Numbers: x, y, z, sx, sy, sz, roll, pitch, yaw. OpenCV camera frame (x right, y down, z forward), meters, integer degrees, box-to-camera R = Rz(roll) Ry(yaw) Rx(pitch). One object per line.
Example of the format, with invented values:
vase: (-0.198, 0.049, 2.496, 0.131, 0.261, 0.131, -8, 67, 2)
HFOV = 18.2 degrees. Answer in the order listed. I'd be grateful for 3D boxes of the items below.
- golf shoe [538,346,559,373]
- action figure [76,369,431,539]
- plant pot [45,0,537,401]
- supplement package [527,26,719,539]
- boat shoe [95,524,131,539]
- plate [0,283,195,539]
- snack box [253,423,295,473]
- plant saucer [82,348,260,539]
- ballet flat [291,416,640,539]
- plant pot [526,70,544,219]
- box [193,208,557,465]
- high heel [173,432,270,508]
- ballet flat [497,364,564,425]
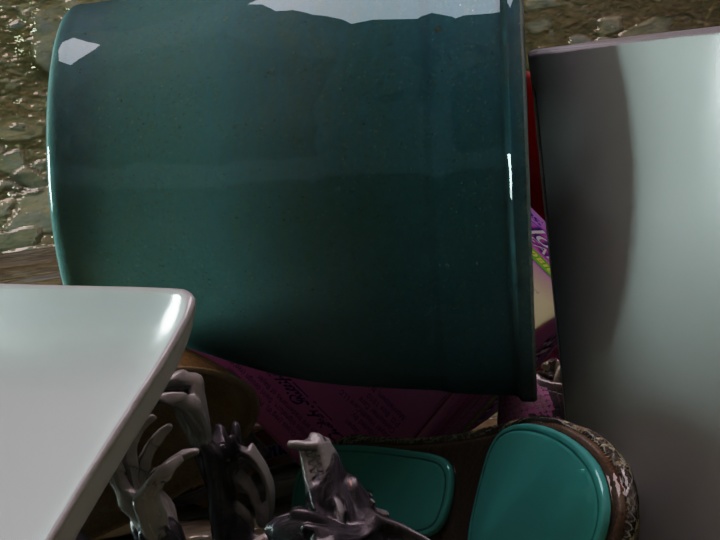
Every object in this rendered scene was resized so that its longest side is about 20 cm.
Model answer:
golf shoe: (0.189, 0.031, 1.278, 0.199, 0.076, 0.091, 0, 5, 41)
action figure: (-0.067, 0.090, 0.780, 0.199, 0.103, 0.119, -9, 2, -3)
plant pot: (-0.025, -0.046, 0.910, 0.187, 0.201, 0.200, -2, 6, 4)
supplement package: (0.152, 0.009, 0.828, 0.110, 0.201, 0.156, -9, 6, -23)
boat shoe: (-0.179, 0.090, 1.069, 0.199, 0.069, 0.075, -6, 6, 28)
plate: (-0.162, 0.088, 0.729, 0.199, 0.032, 0.201, 2, 51, 38)
snack box: (-0.112, 0.092, 1.212, 0.199, 0.024, 0.072, -2, 5, 40)
plant saucer: (-0.139, 0.072, 0.891, 0.199, 0.036, 0.200, -20, -21, -8)
ballet flat: (0.055, 0.092, 0.841, 0.075, 0.068, 0.200, 21, -15, -33)
plant pot: (0.044, -0.026, 1.488, 0.199, 0.202, 0.177, -9, -4, -26)
box: (0.000, 0.000, 1.103, 0.097, 0.176, 0.200, -52, -11, 26)
high heel: (-0.073, 0.029, 1.123, 0.142, 0.201, 0.071, -6, -36, 41)
ballet flat: (0.160, 0.055, 1.036, 0.199, 0.072, 0.069, -5, 4, 7)
